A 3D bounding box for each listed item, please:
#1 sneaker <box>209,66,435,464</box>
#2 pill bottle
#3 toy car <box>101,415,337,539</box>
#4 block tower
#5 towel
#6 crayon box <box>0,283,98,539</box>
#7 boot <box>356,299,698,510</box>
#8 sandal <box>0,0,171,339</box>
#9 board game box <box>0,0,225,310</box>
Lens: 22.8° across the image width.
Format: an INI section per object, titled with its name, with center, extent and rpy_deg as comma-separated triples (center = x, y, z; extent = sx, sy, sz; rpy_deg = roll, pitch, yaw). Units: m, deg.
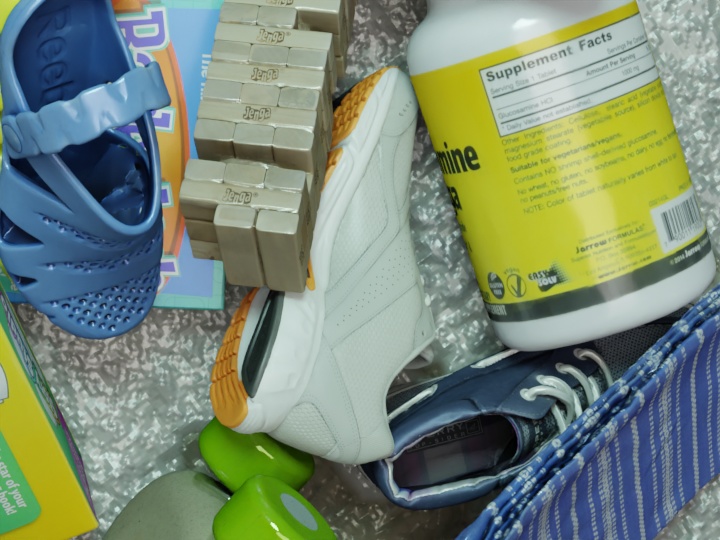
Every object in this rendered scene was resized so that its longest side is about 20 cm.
[sneaker]
center = 0.000, 0.000, 0.844
extent = 0.092, 0.076, 0.201
rpy_deg = 29, 64, -21
[pill bottle]
center = 0.088, -0.073, 0.844
extent = 0.112, 0.112, 0.201
rpy_deg = -19, 97, -5
[toy car]
center = -0.034, 0.192, 0.845
extent = 0.200, 0.158, 0.164
rpy_deg = 39, 100, -21
[block tower]
center = -0.036, -0.094, 0.803
extent = 0.054, 0.058, 0.201
rpy_deg = 7, 62, 5
[towel]
center = 0.121, 0.106, 0.839
extent = 0.200, 0.145, 0.024
rpy_deg = -41, 55, -22
[crayon box]
center = -0.229, 0.066, 0.793
extent = 0.171, 0.058, 0.201
rpy_deg = -21, 135, -6
[boot]
center = 0.095, 0.069, 0.869
extent = 0.199, 0.090, 0.073
rpy_deg = -21, 98, -5
[sandal]
center = -0.115, -0.038, 0.750
extent = 0.079, 0.087, 0.201
rpy_deg = -31, 143, -22
[board game box]
center = -0.160, -0.061, 0.847
extent = 0.198, 0.045, 0.153
rpy_deg = 1, 95, -8
